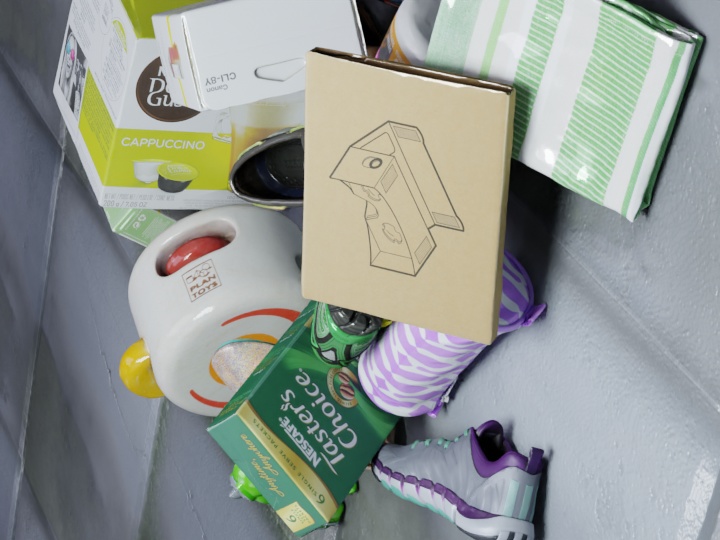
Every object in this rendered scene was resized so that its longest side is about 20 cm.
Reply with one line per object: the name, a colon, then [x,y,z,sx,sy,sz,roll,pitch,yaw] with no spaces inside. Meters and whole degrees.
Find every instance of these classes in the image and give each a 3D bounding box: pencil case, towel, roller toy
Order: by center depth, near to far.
towel: [0.133,-0.138,1.385,0.199,0.023,0.153,30,125,25]
pencil case: [0.067,0.053,1.582,0.085,0.084,0.200,44,147,4]
roller toy: [-0.121,0.043,1.857,0.183,0.199,0.140,-62,38,36]

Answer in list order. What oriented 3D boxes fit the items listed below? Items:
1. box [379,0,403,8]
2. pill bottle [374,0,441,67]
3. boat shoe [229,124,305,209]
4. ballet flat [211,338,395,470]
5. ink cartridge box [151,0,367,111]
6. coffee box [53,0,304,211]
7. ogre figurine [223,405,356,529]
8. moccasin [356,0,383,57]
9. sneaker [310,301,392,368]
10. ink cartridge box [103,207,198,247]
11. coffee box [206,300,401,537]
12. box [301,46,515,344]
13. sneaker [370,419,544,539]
box: [-0.038,-0.269,1.611,0.137,0.199,0.040,1,-69,-88]
pill bottle: [0.052,-0.121,1.562,0.200,0.116,0.117,118,143,-46]
boat shoe: [-0.023,-0.083,1.528,0.201,0.060,0.072,-8,107,50]
ballet flat: [-0.042,0.120,1.693,0.068,0.199,0.068,-42,39,31]
ink cartridge box: [-0.086,-0.190,1.635,0.200,0.144,0.084,-150,46,-75]
coffee box: [-0.171,-0.197,1.945,0.200,0.198,0.199,-117,36,-45]
ogre figurine: [-0.058,0.146,1.807,0.098,0.119,0.201,-116,34,-42]
moccasin: [-0.034,-0.247,1.792,0.078,0.073,0.202,111,146,-40]
sneaker: [0.000,0.000,1.637,0.085,0.078,0.200,-53,6,40]
ink cartridge box: [-0.189,-0.060,2.040,0.048,0.199,0.146,-47,42,18]
coffee box: [-0.032,0.112,1.630,0.044,0.200,0.123,-29,104,41]
box: [0.031,-0.055,1.458,0.162,0.021,0.201,14,118,22]
sneaker: [0.084,0.155,1.581,0.200,0.074,0.088,22,96,55]
